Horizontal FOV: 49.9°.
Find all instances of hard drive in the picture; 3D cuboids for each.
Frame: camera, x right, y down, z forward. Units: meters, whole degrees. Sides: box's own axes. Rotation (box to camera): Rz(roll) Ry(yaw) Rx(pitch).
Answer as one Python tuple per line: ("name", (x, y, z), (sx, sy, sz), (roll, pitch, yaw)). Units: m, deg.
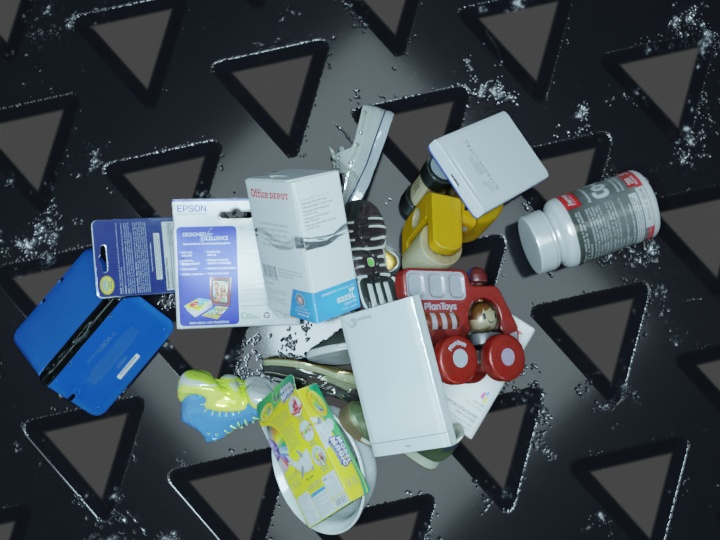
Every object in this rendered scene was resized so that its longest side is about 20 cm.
("hard drive", (0.049, 0.147, 1.062), (0.131, 0.027, 0.204), (-17, 84, 37))
("hard drive", (0.205, -0.171, 1.218), (0.199, 0.025, 0.133), (-28, 82, -42))

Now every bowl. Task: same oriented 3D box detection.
("bowl", (-0.041, 0.294, 1.201), (0.199, 0.090, 0.205), (7, 101, 41))

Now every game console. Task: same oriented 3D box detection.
("game console", (-0.435, 0.100, 1.267), (0.201, 0.118, 0.170), (-49, 119, -3))

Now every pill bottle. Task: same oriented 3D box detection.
("pill bottle", (0.360, -0.074, 1.233), (0.197, 0.114, 0.116), (-20, 87, -2))

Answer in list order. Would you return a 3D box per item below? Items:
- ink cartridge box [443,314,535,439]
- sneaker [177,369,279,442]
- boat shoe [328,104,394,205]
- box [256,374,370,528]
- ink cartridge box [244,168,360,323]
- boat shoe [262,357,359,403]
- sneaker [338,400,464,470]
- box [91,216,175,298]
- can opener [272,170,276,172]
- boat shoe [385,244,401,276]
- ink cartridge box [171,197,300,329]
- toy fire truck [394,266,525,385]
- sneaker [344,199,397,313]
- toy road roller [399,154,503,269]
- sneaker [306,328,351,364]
("ink cartridge box", (0.163, 0.138, 1.234), (0.144, 0.084, 0.202), (32, 87, 1))
("sneaker", (-0.199, 0.225, 1.244), (0.196, 0.076, 0.107), (13, 105, 0))
("boat shoe", (-0.015, -0.178, 1.258), (0.085, 0.075, 0.205), (20, 84, 1))
("box", (-0.077, 0.260, 1.138), (0.117, 0.048, 0.202), (-42, 71, 39))
("ink cartridge box", (-0.085, -0.041, 1.121), (0.083, 0.144, 0.204), (-18, 107, -32))
("boat shoe", (-0.063, 0.184, 1.237), (0.197, 0.072, 0.067), (11, 81, -4))
("sneaker", (0.070, 0.226, 1.148), (0.199, 0.068, 0.090), (30, 123, -27))
("box", (-0.323, -0.022, 1.225), (0.197, 0.032, 0.124), (-4, 86, -31))
("can opener", (-0.148, -0.058, 1.253), (0.052, 0.067, 0.204), (4, 87, 0))
("boat shoe", (-0.026, -0.042, 1.251), (0.197, 0.070, 0.072), (25, 87, 1))
("ink cartridge box", (-0.192, -0.013, 1.211), (0.194, 0.047, 0.204), (-1, 97, -7))
("toy fire truck", (0.145, 0.078, 1.121), (0.197, 0.112, 0.171), (0, 81, -27))
("sneaker", (0.000, 0.000, 1.186), (0.074, 0.116, 0.203), (-1, 59, -14))
("toy road roller", (0.147, -0.074, 1.213), (0.144, 0.123, 0.203), (12, 61, -15))
("sneaker", (0.001, 0.085, 1.252), (0.197, 0.071, 0.101), (-18, 65, 12))
